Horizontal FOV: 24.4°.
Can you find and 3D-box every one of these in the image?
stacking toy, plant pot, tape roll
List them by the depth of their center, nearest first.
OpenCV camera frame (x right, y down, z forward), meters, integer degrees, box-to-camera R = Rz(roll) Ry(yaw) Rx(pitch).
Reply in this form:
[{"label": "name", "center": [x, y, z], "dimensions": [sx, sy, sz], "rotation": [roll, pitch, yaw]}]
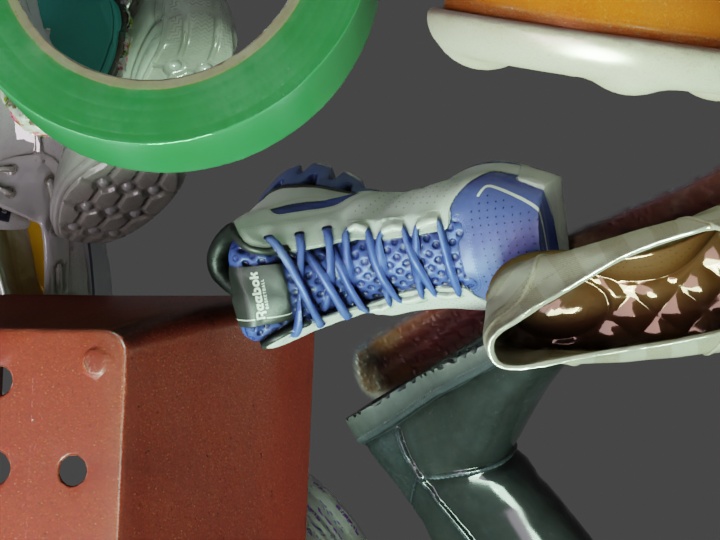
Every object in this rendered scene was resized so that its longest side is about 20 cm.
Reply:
[{"label": "stacking toy", "center": [0.111, -0.174, 0.670], "dimensions": [0.146, 0.146, 0.200], "rotation": [15, 101, 33]}, {"label": "tape roll", "center": [-0.091, -0.147, 0.783], "dimensions": [0.200, 0.200, 0.048], "rotation": [44, 174, 12]}, {"label": "plant pot", "center": [-0.149, 0.104, 0.878], "dimensions": [0.200, 0.176, 0.200], "rotation": [0, 84, 17]}]

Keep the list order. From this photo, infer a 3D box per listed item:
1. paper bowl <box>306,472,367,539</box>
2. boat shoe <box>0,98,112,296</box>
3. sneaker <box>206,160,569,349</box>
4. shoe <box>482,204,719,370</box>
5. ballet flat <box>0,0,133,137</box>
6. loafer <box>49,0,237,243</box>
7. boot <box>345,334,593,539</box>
[{"label": "paper bowl", "center": [-0.087, 0.210, 1.018], "dimensions": [0.201, 0.104, 0.201], "rotation": [19, 122, 32]}, {"label": "boat shoe", "center": [-0.203, -0.048, 0.999], "dimensions": [0.071, 0.070, 0.200], "rotation": [13, 120, 34]}, {"label": "sneaker", "center": [-0.001, 0.000, 0.831], "dimensions": [0.199, 0.115, 0.081], "rotation": [3, 115, 38]}, {"label": "shoe", "center": [0.147, 0.009, 0.724], "dimensions": [0.200, 0.053, 0.070], "rotation": [-13, 103, 21]}, {"label": "ballet flat", "center": [-0.158, -0.133, 0.879], "dimensions": [0.064, 0.076, 0.200], "rotation": [93, 169, -53]}, {"label": "loafer", "center": [-0.124, -0.089, 0.926], "dimensions": [0.200, 0.070, 0.070], "rotation": [-51, 42, 41]}, {"label": "boot", "center": [0.098, 0.128, 0.851], "dimensions": [0.200, 0.066, 0.165], "rotation": [58, 142, 3]}]
